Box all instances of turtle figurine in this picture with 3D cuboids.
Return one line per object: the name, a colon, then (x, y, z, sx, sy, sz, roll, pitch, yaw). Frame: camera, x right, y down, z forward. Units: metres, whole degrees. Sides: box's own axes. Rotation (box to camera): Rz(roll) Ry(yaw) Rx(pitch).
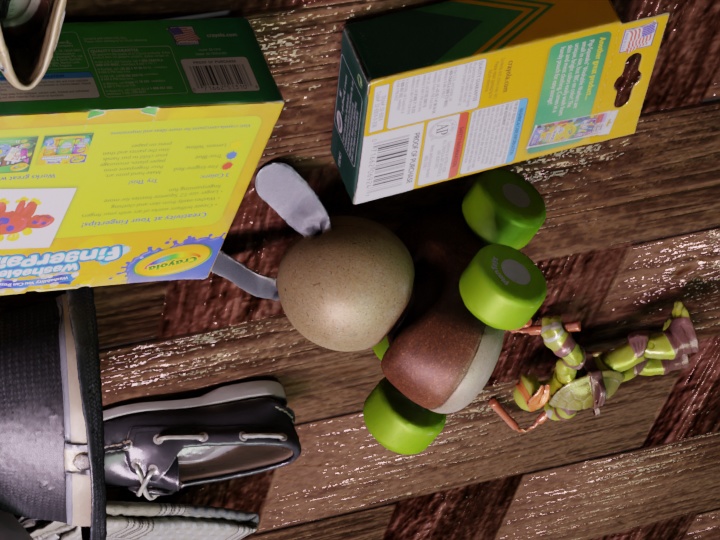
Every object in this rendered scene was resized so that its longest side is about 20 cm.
turtle figurine: (0.186, 0.076, 1.757, 0.161, 0.065, 0.200, -20, 149, -7)

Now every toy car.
toy car: (0.000, 0.000, 1.489, 0.200, 0.158, 0.164, 24, 127, -15)

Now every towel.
towel: (-0.206, 0.219, 1.698, 0.200, 0.035, 0.192, 10, 153, -42)

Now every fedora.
fedora: (-0.212, 0.090, 1.408, 0.091, 0.201, 0.201, -3, 146, -9)

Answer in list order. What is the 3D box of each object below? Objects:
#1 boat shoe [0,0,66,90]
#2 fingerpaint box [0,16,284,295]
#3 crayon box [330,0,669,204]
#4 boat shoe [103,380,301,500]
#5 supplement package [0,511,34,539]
boat shoe: (-0.167, -0.171, 1.121, 0.071, 0.076, 0.200, -14, 148, -15)
fingerpaint box: (-0.167, -0.065, 1.289, 0.199, 0.073, 0.167, -6, 144, -27)
crayon box: (0.085, -0.119, 1.399, 0.199, 0.052, 0.126, -14, 148, -15)
boat shoe: (-0.141, 0.135, 1.630, 0.199, 0.060, 0.074, -11, 148, -20)
supplement package: (-0.337, 0.182, 1.406, 0.147, 0.191, 0.200, -55, 143, 8)
